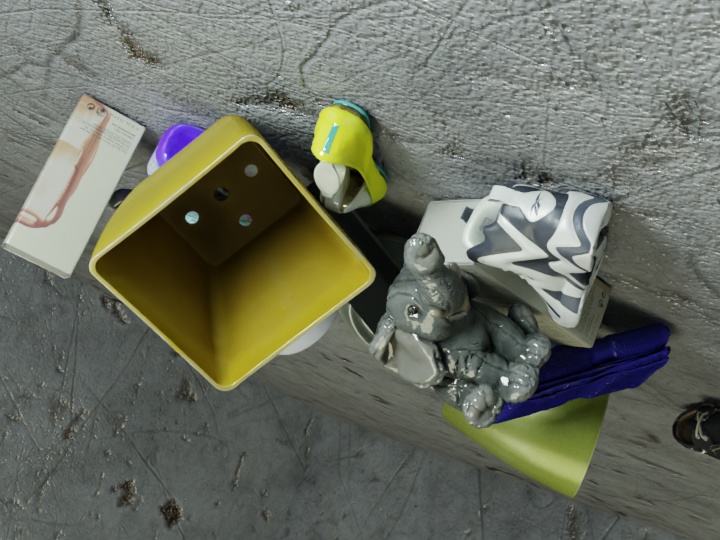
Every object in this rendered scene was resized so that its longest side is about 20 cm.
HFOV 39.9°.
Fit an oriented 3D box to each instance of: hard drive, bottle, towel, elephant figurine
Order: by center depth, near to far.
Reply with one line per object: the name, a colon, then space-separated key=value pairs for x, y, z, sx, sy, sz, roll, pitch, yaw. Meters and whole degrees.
elephant figurine: x=0.074 y=0.044 z=0.945 sx=0.200 sy=0.155 sz=0.142 roll=38 pitch=-156 yaw=-19
towel: x=0.242 y=0.125 z=1.121 sx=0.199 sy=0.050 sz=0.148 roll=-13 pitch=155 yaw=-12
hard drive: x=0.000 y=0.000 z=1.135 sx=0.200 sy=0.033 sz=0.140 roll=51 pitch=160 yaw=7
bottle: x=-0.214 y=-0.119 z=1.193 sx=0.083 sy=0.066 sz=0.200 roll=29 pitch=166 yaw=-14

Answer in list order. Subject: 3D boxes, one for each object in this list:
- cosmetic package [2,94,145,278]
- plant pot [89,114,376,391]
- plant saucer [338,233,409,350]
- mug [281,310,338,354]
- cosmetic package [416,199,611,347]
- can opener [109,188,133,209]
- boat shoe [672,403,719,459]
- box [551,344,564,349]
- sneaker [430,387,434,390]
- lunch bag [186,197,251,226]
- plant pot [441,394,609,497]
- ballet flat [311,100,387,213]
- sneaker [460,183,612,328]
cosmetic package: x=-0.348 y=-0.099 z=1.204 sx=0.087 sy=0.201 sz=0.103 roll=28 pitch=166 yaw=-19
plant pot: x=-0.134 y=-0.040 z=1.004 sx=0.200 sy=0.200 sz=0.177 roll=48 pitch=-171 yaw=-30
plant saucer: x=0.041 y=0.051 z=1.234 sx=0.199 sy=0.050 sz=0.201 roll=18 pitch=130 yaw=23
mug: x=-0.144 y=0.022 z=1.475 sx=0.186 sy=0.150 sz=0.153 roll=4 pitch=149 yaw=39
cosmetic package: x=0.157 y=0.005 z=1.029 sx=0.200 sy=0.073 sz=0.103 roll=33 pitch=163 yaw=-35
can opener: x=-0.251 y=-0.085 z=1.326 sx=0.066 sy=0.053 sz=0.200 roll=-31 pitch=165 yaw=28
boat shoe: x=0.464 y=0.211 z=1.318 sx=0.060 sy=0.074 sz=0.200 roll=17 pitch=174 yaw=7
box: x=0.161 y=0.047 z=1.154 sx=0.199 sy=0.070 sz=0.064 roll=31 pitch=-161 yaw=-26
sneaker: x=0.157 y=0.120 z=1.264 sx=0.199 sy=0.074 sz=0.082 roll=2 pitch=157 yaw=23
lunch bag: x=-0.139 y=-0.034 z=1.274 sx=0.199 sy=0.078 sz=0.160 roll=22 pitch=-159 yaw=18
plant pot: x=0.218 y=0.184 z=1.346 sx=0.199 sy=0.188 sz=0.187 roll=18 pitch=166 yaw=8
ballet flat: x=-0.017 y=-0.093 z=0.955 sx=0.066 sy=0.067 sz=0.200 roll=20 pitch=167 yaw=11
sneaker: x=0.156 y=-0.021 z=0.919 sx=0.129 sy=0.080 sz=0.199 roll=21 pitch=166 yaw=17
